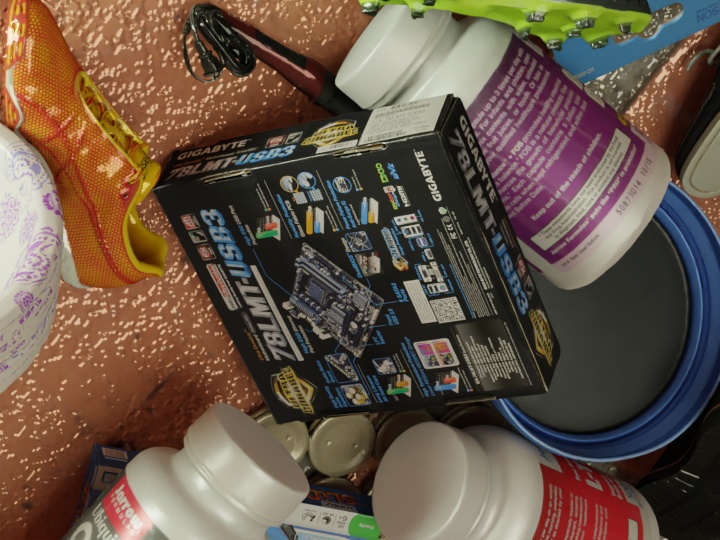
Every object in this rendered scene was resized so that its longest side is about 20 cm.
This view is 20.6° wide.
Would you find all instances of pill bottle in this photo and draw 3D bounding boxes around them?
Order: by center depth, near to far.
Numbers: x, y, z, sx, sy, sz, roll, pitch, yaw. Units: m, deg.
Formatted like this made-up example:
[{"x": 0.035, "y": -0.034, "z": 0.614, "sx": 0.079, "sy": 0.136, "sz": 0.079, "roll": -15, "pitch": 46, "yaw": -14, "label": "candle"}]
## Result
[{"x": 0.086, "y": -0.088, "z": 1.229, "sx": 0.200, "sy": 0.112, "sz": 0.112, "roll": 37, "pitch": 95, "yaw": -13, "label": "pill bottle"}, {"x": -0.126, "y": 0.181, "z": 1.230, "sx": 0.111, "sy": 0.111, "sz": 0.200, "roll": 37, "pitch": 100, "yaw": -31, "label": "pill bottle"}, {"x": 0.105, "y": 0.171, "z": 1.348, "sx": 0.200, "sy": 0.112, "sz": 0.113, "roll": 26, "pitch": 101, "yaw": -41, "label": "pill bottle"}]

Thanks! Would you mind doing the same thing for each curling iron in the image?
[{"x": -0.032, "y": -0.109, "z": 1.233, "sx": 0.199, "sy": 0.025, "sz": 0.050, "roll": 27, "pitch": 64, "yaw": -34, "label": "curling iron"}]

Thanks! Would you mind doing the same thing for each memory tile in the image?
[{"x": -0.002, "y": 0.162, "z": 1.378, "sx": 0.199, "sy": 0.017, "sz": 0.154, "roll": 1, "pitch": 112, "yaw": -24, "label": "memory tile"}]

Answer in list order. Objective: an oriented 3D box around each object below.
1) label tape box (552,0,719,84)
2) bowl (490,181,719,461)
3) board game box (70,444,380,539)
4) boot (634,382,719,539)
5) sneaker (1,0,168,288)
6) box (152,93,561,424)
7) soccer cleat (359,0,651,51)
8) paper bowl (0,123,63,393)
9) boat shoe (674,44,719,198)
[{"x": 0.159, "y": -0.230, "z": 1.235, "sx": 0.144, "sy": 0.063, "sz": 0.201, "roll": -24, "pitch": 133, "yaw": -11, "label": "label tape box"}, {"x": 0.160, "y": 0.028, "z": 1.336, "sx": 0.200, "sy": 0.039, "sz": 0.202, "roll": -1, "pitch": 92, "yaw": -22, "label": "bowl"}, {"x": -0.098, "y": 0.200, "z": 1.325, "sx": 0.199, "sy": 0.034, "sz": 0.136, "roll": 12, "pitch": 108, "yaw": -17, "label": "board game box"}, {"x": 0.266, "y": 0.104, "z": 1.426, "sx": 0.077, "sy": 0.139, "sz": 0.200, "roll": 26, "pitch": 147, "yaw": -6, "label": "boot"}, {"x": -0.160, "y": -0.078, "z": 1.164, "sx": 0.077, "sy": 0.073, "sz": 0.201, "roll": -9, "pitch": 129, "yaw": 9, "label": "sneaker"}, {"x": 0.000, "y": 0.000, "z": 1.223, "sx": 0.198, "sy": 0.050, "sz": 0.201, "roll": -9, "pitch": 123, "yaw": 28, "label": "box"}, {"x": 0.084, "y": -0.181, "z": 1.162, "sx": 0.199, "sy": 0.067, "sz": 0.082, "roll": 8, "pitch": 77, "yaw": -22, "label": "soccer cleat"}, {"x": -0.266, "y": 0.002, "z": 1.092, "sx": 0.200, "sy": 0.201, "sz": 0.105, "roll": -10, "pitch": 141, "yaw": -18, "label": "paper bowl"}, {"x": 0.273, "y": -0.141, "z": 1.328, "sx": 0.075, "sy": 0.062, "sz": 0.200, "roll": 16, "pitch": 115, "yaw": -43, "label": "boat shoe"}]
